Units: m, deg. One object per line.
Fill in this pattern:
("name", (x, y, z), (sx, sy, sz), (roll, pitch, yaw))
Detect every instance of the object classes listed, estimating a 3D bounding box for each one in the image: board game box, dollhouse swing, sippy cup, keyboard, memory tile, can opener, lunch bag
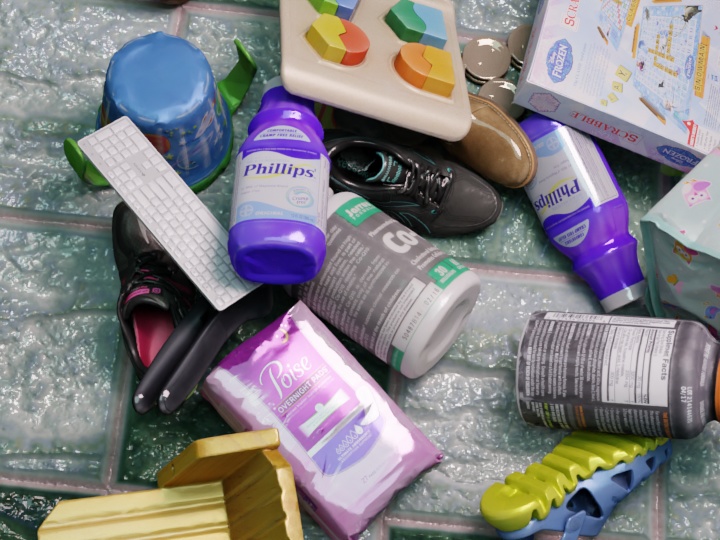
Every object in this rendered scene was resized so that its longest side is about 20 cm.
("board game box", (0.261, -0.209, 1.468), (0.199, 0.041, 0.200), (22, 59, -7))
("dollhouse swing", (-0.160, 0.252, 1.282), (0.175, 0.182, 0.201), (0, 68, -26))
("sippy cup", (-0.186, -0.153, 1.446), (0.139, 0.130, 0.178), (19, 68, 2))
("keyboard", (-0.165, -0.051, 1.341), (0.056, 0.011, 0.200), (-36, 77, -26))
("memory tile", (0.117, -0.160, 1.534), (0.199, 0.017, 0.154), (-15, 71, -10))
("can opener", (-0.140, 0.053, 1.346), (0.079, 0.063, 0.200), (55, 49, -27))
("lunch bag", (0.348, -0.012, 1.410), (0.170, 0.200, 0.122), (-42, 52, -20))

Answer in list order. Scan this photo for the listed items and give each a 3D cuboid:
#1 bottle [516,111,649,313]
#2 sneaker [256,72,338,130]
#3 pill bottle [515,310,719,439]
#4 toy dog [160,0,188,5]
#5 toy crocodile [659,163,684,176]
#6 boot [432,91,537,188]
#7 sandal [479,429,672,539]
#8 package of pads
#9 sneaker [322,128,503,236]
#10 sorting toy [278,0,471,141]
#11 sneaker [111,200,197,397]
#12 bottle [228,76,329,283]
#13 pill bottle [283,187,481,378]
("bottle", (0.210, -0.058, 1.465), (0.065, 0.083, 0.200), (-21, 84, -42))
("sneaker", (-0.023, -0.205, 1.517), (0.090, 0.078, 0.200), (30, 71, -8))
("pill bottle", (0.246, 0.094, 1.365), (0.199, 0.106, 0.107), (4, 67, 21))
("toy dog", (-0.183, -0.368, 1.528), (0.193, 0.140, 0.201), (-3, 69, 8))
("toy crocodile", (0.270, -0.180, 1.525), (0.062, 0.068, 0.200), (-30, 75, -15))
("boot", (0.079, -0.141, 1.464), (0.200, 0.074, 0.075), (41, 37, 18))
("sandal", (0.198, 0.200, 1.381), (0.200, 0.079, 0.087), (-26, 110, -21))
("package of pads", (-0.035, 0.135, 1.369), (0.120, 0.076, 0.200), (-41, 84, -19))
("sneaker", (0.042, -0.079, 1.448), (0.199, 0.079, 0.076), (15, 90, -9))
("sorting toy", (0.014, -0.217, 1.429), (0.185, 0.037, 0.200), (15, 43, -17))
("sneaker", (-0.185, 0.021, 1.403), (0.077, 0.084, 0.200), (-15, 71, -3))
("bottle", (-0.068, -0.083, 1.346), (0.083, 0.065, 0.200), (3, 53, 0))
("pill bottle", (0.000, 0.000, 1.407), (0.200, 0.113, 0.113), (34, 70, 16))
